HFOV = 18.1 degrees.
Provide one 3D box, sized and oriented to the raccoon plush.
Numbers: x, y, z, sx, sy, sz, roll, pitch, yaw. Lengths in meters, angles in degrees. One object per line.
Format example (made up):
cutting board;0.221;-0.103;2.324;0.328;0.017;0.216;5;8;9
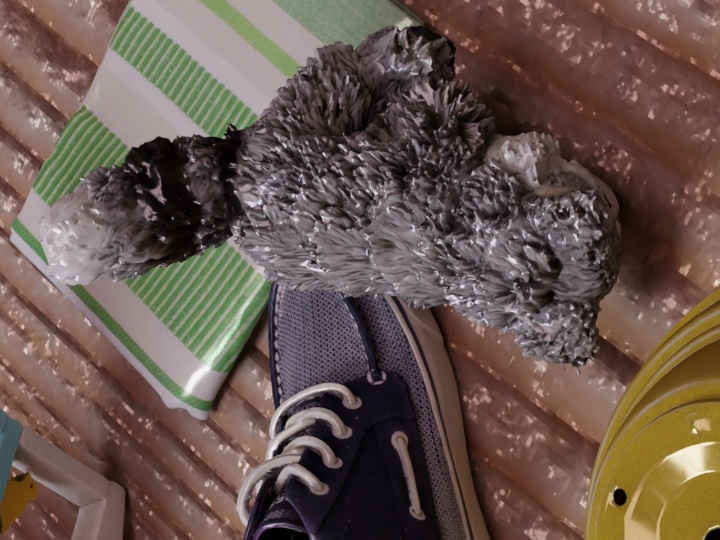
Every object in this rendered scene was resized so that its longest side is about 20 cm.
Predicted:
raccoon plush;0.000;0.000;0.819;0.199;0.097;0.134;-29;44;-10

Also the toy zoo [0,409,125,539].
toy zoo;-0.164;0.117;0.932;0.020;0.200;0.132;-23;43;37

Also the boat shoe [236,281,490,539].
boat shoe;-0.010;0.071;0.861;0.075;0.092;0.201;-37;63;32

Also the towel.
towel;-0.066;-0.057;0.974;0.152;0.023;0.201;42;111;35

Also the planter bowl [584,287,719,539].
planter bowl;0.135;0.089;0.739;0.200;0.083;0.202;-6;80;41
